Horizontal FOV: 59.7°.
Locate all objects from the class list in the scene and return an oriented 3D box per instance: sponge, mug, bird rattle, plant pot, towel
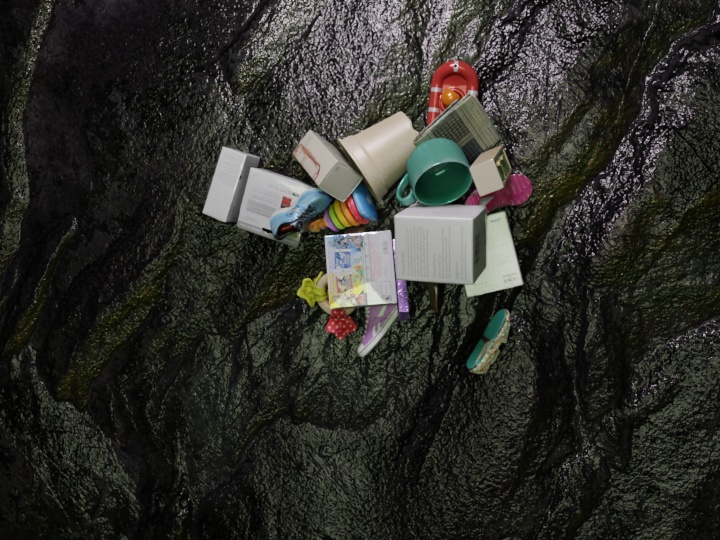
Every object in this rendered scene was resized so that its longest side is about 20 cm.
[{"bbox_3d":[0.107,0.027,1.687,0.030,0.112,0.202,-4,75,1],"label":"sponge"},{"bbox_3d":[0.177,-0.253,1.574,0.183,0.153,0.115,-9,53,-6],"label":"mug"},{"bbox_3d":[-0.073,0.084,1.746,0.200,0.113,0.163,48,120,9],"label":"bird rattle"},{"bbox_3d":[0.068,-0.316,1.668,0.183,0.200,0.201,-35,87,2],"label":"plant pot"},{"bbox_3d":[0.250,-0.345,1.629,0.192,0.200,0.035,-38,48,13],"label":"towel"}]

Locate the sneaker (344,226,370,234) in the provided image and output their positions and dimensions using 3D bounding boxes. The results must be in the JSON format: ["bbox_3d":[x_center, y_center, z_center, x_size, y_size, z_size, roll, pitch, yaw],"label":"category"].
[{"bbox_3d":[-0.011,-0.024,1.771,0.075,0.070,0.202,5,94,32],"label":"sneaker"}]

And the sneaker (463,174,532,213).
[{"bbox_3d":[0.356,-0.201,1.659,0.199,0.088,0.082,-18,101,-10],"label":"sneaker"}]

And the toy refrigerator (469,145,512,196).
[{"bbox_3d":[0.334,-0.255,1.581,0.070,0.200,0.076,-19,102,25],"label":"toy refrigerator"}]

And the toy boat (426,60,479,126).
[{"bbox_3d":[0.240,-0.444,1.636,0.129,0.131,0.202,7,96,11],"label":"toy boat"}]

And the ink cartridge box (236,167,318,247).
[{"bbox_3d":[-0.232,-0.180,1.787,0.199,0.084,0.177,20,100,10],"label":"ink cartridge box"}]

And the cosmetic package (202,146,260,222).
[{"bbox_3d":[-0.369,-0.243,1.798,0.081,0.113,0.201,20,100,10],"label":"cosmetic package"}]

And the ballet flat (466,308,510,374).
[{"bbox_3d":[0.359,0.196,1.708,0.064,0.076,0.201,24,106,-22],"label":"ballet flat"}]

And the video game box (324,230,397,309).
[{"bbox_3d":[0.000,0.000,1.686,0.181,0.047,0.202,-4,81,-2],"label":"video game box"}]

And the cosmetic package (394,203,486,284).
[{"bbox_3d":[0.203,-0.071,1.574,0.198,0.166,0.169,5,108,22],"label":"cosmetic package"}]

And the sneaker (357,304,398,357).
[{"bbox_3d":[0.031,0.139,1.767,0.114,0.073,0.201,36,90,8],"label":"sneaker"}]

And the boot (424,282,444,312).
[{"bbox_3d":[0.175,0.017,1.729,0.096,0.075,0.202,-4,85,23],"label":"boot"}]

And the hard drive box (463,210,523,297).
[{"bbox_3d":[0.336,-0.045,1.678,0.155,0.077,0.202,-13,92,13],"label":"hard drive box"}]

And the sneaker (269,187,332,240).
[{"bbox_3d":[-0.155,-0.141,1.675,0.199,0.090,0.078,-33,129,21],"label":"sneaker"}]

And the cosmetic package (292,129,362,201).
[{"bbox_3d":[-0.091,-0.282,1.686,0.087,0.103,0.200,-50,41,12],"label":"cosmetic package"}]

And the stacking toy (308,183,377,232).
[{"bbox_3d":[-0.061,-0.152,1.740,0.199,0.116,0.110,-25,76,20],"label":"stacking toy"}]
